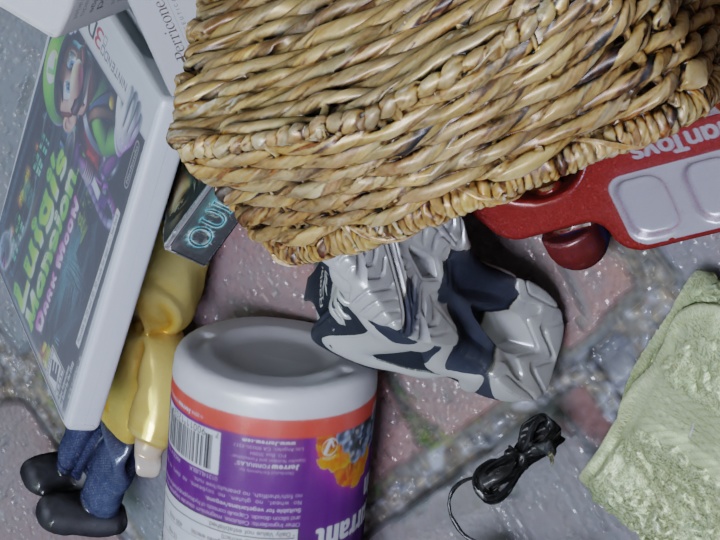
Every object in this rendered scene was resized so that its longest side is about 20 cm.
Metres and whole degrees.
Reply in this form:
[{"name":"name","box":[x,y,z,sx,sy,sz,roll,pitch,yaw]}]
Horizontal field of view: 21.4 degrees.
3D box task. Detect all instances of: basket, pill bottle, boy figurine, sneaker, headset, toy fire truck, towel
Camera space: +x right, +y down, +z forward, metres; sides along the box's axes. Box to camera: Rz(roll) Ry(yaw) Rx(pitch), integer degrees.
[{"name":"basket","box":[0.046,-0.063,0.739,0.199,0.143,0.149,-20,133,24]},{"name":"pill bottle","box":[-0.053,0.137,1.043,0.111,0.111,0.201,15,112,26]},{"name":"boy figurine","box":[-0.134,0.062,1.081,0.125,0.064,0.201,60,137,43]},{"name":"sneaker","box":[0.000,0.000,0.950,0.129,0.199,0.080,3,70,42]},{"name":"headset","box":[0.094,0.176,0.992,0.123,0.094,0.201,12,132,41]},{"name":"toy fire truck","box":[0.109,-0.077,0.893,0.199,0.112,0.169,-16,117,28]},{"name":"towel","box":[0.213,0.106,0.922,0.199,0.036,0.149,32,119,19]}]

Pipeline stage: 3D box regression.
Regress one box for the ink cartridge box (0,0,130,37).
[{"name":"ink cartridge box","box":[-0.106,-0.212,0.915,0.084,0.200,0.147,31,118,11]}]

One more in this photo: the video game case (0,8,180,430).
[{"name":"video game case","box":[-0.152,-0.046,1.041,0.182,0.023,0.201,55,133,50]}]

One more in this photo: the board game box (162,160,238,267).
[{"name":"board game box","box":[-0.037,-0.114,0.953,0.028,0.136,0.200,26,124,-22]}]

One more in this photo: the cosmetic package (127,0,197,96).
[{"name":"cosmetic package","box":[-0.045,-0.186,0.780,0.150,0.052,0.201,-18,124,6]}]
